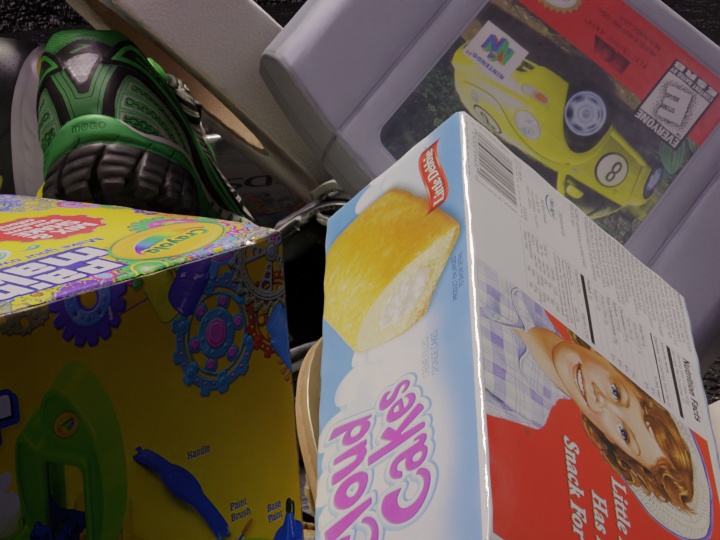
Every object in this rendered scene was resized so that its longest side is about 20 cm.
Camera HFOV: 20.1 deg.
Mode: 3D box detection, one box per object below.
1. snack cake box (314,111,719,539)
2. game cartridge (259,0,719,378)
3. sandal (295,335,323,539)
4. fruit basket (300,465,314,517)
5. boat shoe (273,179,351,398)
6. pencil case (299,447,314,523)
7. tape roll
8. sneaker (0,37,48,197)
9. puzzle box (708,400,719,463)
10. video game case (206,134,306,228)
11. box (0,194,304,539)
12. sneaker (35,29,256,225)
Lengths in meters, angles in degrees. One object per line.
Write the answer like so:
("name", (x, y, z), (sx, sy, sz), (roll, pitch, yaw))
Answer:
("snack cake box", (0.050, 0.056, 0.613), (0.067, 0.115, 0.200), (-38, 28, 25))
("game cartridge", (0.069, -0.050, 0.750), (0.200, 0.133, 0.041), (38, -14, 1))
("sandal", (0.000, 0.108, 0.641), (0.078, 0.070, 0.212), (27, 29, -32))
("fruit basket", (0.089, 0.094, 0.748), (0.200, 0.094, 0.185), (26, 29, 34))
("boat shoe", (-0.002, -0.002, 0.778), (0.199, 0.074, 0.068), (-25, -18, -27))
("pencil case", (-0.042, 0.049, 0.899), (0.091, 0.094, 0.200), (-19, 18, -24))
("tape roll", (-0.069, -0.096, 0.862), (0.037, 0.203, 0.203), (-50, 22, -3))
("sneaker", (-0.157, -0.019, 0.917), (0.085, 0.200, 0.074), (18, 30, 19))
("puzzle box", (0.201, 0.081, 0.719), (0.200, 0.025, 0.133), (-17, 50, -46))
("video game case", (-0.034, -0.014, 1.050), (0.182, 0.022, 0.200), (-6, -28, -9))
("box", (-0.121, 0.096, 0.511), (0.122, 0.193, 0.200), (8, 17, 41))
("sneaker", (-0.085, -0.044, 0.853), (0.078, 0.085, 0.200), (-6, -15, 4))
